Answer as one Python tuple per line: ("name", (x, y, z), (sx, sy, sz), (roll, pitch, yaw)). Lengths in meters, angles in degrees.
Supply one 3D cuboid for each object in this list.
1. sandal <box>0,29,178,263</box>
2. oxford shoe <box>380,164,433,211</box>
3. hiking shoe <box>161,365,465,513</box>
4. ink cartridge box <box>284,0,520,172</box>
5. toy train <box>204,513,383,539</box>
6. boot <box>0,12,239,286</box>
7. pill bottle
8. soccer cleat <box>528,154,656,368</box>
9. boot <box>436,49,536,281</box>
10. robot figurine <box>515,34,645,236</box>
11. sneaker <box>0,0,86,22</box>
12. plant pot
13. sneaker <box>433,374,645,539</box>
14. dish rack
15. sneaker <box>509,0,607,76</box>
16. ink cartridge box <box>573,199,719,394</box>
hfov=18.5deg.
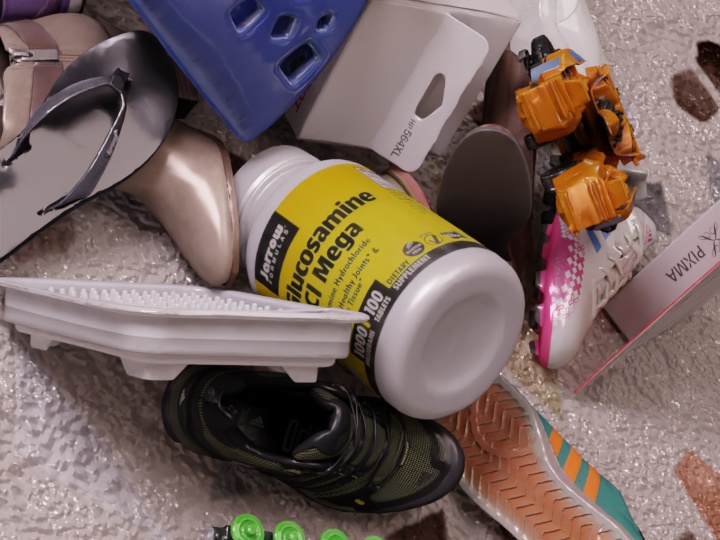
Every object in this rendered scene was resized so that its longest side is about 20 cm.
("sandal", (-0.183, -0.070, 1.345), (0.076, 0.043, 0.200), (44, 70, 0))
("oxford shoe", (0.025, 0.005, 1.483), (0.074, 0.071, 0.201), (-18, 43, 1))
("hiking shoe", (-0.019, 0.107, 1.340), (0.198, 0.101, 0.076), (14, 85, -20))
("ink cartridge box", (0.007, -0.179, 1.528), (0.124, 0.129, 0.201), (5, 40, -33))
("toy train", (-0.006, 0.191, 1.344), (0.199, 0.042, 0.057), (13, 63, -29))
("boot", (-0.164, -0.078, 1.408), (0.145, 0.070, 0.201), (3, 52, -30))
("pill bottle", (0.000, 0.000, 1.389), (0.112, 0.113, 0.200), (-10, 33, -40))
("soccer cleat", (0.169, -0.012, 1.583), (0.085, 0.070, 0.201), (8, 48, 4))
("boot", (0.100, -0.098, 1.549), (0.064, 0.187, 0.201), (9, 51, 6))
("robot figurine", (0.151, -0.090, 1.496), (0.200, 0.058, 0.146), (-45, 114, -74))
("sneaker", (-0.253, -0.252, 1.468), (0.087, 0.076, 0.201), (-11, 60, -27))
("plant pot", (-0.082, -0.237, 1.386), (0.200, 0.179, 0.200), (54, 1, 40))
("sneaker", (0.122, 0.146, 1.457), (0.200, 0.071, 0.080), (52, 11, 23))
("dish rack", (-0.110, 0.034, 1.299), (0.170, 0.199, 0.044), (2, 95, -35))
("sneaker", (0.158, -0.186, 1.730), (0.088, 0.075, 0.202), (23, 52, -37))
("ink cartridge box", (0.240, -0.009, 1.553), (0.176, 0.200, 0.045), (-27, 76, -45))
